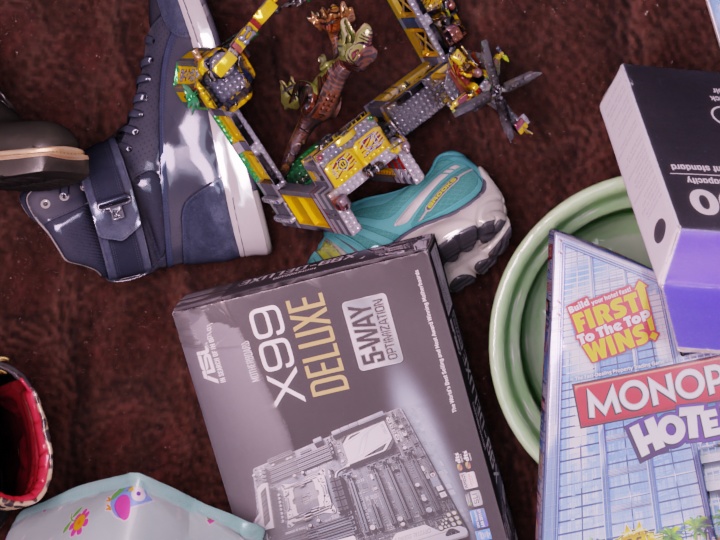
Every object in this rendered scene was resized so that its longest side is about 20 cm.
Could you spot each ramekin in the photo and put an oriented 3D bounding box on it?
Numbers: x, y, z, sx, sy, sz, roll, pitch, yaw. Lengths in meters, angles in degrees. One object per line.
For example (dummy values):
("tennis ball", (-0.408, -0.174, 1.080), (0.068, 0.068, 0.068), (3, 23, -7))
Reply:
("ramekin", (0.175, 0.041, 1.282), (0.199, 0.098, 0.201), (0, 92, 2))

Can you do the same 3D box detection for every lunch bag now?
("lunch bag", (-0.163, 0.222, 1.242), (0.122, 0.200, 0.171), (28, 61, -33))

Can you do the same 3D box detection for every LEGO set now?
("LEGO set", (0.001, -0.112, 1.239), (0.200, 0.116, 0.154), (-31, 108, -21))

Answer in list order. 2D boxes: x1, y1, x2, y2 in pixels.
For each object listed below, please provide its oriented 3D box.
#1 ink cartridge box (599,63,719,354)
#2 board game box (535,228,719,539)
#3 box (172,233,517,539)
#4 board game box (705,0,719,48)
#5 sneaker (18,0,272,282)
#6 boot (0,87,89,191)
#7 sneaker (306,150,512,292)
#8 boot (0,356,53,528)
("ink cartridge box", (0.251, -0.033, 1.195), (0.197, 0.200, 0.043), (4, 135, -15))
("board game box", (0.178, 0.065, 1.202), (0.199, 0.062, 0.201), (-12, 92, 2))
("box", (-0.007, 0.093, 1.251), (0.157, 0.050, 0.201), (-13, 102, 10))
("board game box", (0.334, -0.122, 1.309), (0.199, 0.026, 0.201), (-17, 91, 2))
("sneaker", (-0.146, -0.093, 1.299), (0.146, 0.077, 0.203), (-13, 92, -1))
("boot", (-0.237, -0.119, 1.262), (0.199, 0.077, 0.139), (4, 87, 38))
("sneaker", (0.000, 0.000, 1.309), (0.200, 0.078, 0.080), (-32, 57, 8))
("boot", (-0.253, 0.067, 1.262), (0.073, 0.150, 0.201), (-24, 89, -26))
